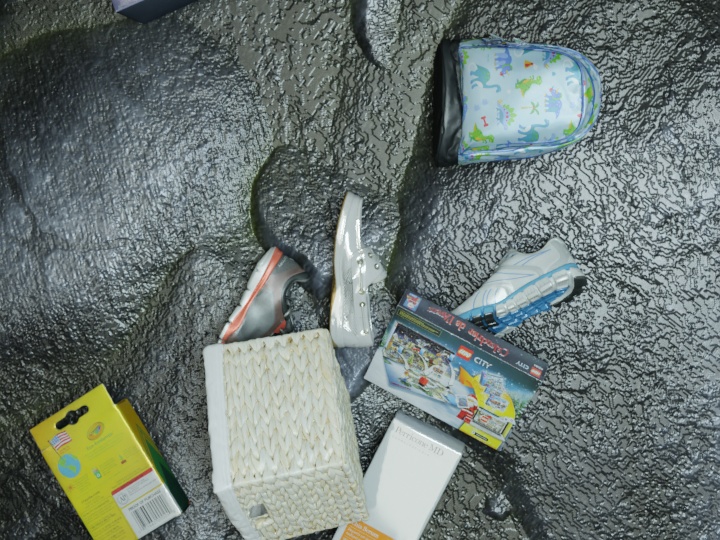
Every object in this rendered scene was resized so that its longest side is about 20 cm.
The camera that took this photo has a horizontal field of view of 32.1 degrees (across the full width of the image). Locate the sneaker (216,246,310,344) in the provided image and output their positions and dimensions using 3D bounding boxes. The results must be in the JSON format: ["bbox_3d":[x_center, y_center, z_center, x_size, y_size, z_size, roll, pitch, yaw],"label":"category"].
[{"bbox_3d":[-0.129,0.073,1.608,0.081,0.077,0.201,27,97,-2],"label":"sneaker"}]

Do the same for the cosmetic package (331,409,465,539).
[{"bbox_3d":[0.045,0.292,1.599,0.101,0.071,0.201,26,96,5],"label":"cosmetic package"}]

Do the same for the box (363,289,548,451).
[{"bbox_3d":[0.117,0.126,1.563,0.199,0.038,0.137,28,129,5],"label":"box"}]

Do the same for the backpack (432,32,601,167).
[{"bbox_3d":[0.194,-0.207,1.524,0.198,0.154,0.165,3,87,-6],"label":"backpack"}]

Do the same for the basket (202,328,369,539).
[{"bbox_3d":[-0.090,0.202,1.521,0.159,0.199,0.201,-12,57,2],"label":"basket"}]

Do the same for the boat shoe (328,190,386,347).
[{"bbox_3d":[0.000,0.000,1.590,0.069,0.071,0.202,4,103,6],"label":"boat shoe"}]

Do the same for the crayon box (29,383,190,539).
[{"bbox_3d":[-0.331,0.261,1.656,0.126,0.051,0.201,-31,90,8],"label":"crayon box"}]

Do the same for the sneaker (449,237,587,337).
[{"bbox_3d":[0.183,0.024,1.575,0.199,0.075,0.087,-26,57,15],"label":"sneaker"}]

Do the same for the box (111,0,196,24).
[{"bbox_3d":[-0.237,-0.444,1.564,0.199,0.123,0.200,-22,92,9],"label":"box"}]
